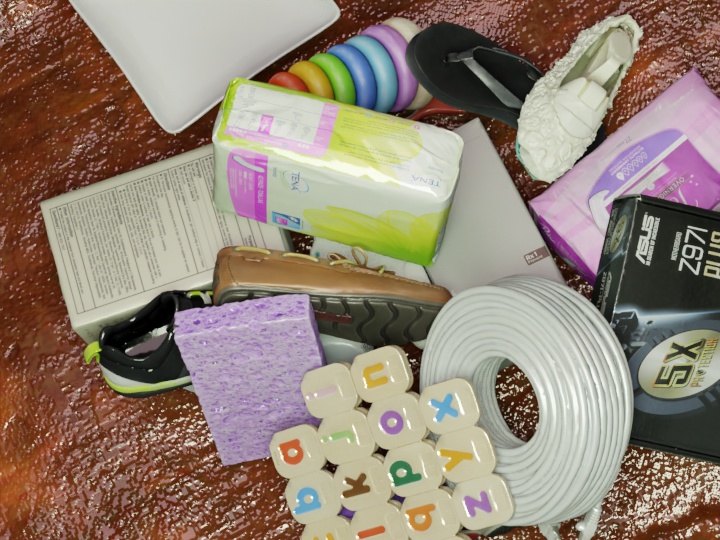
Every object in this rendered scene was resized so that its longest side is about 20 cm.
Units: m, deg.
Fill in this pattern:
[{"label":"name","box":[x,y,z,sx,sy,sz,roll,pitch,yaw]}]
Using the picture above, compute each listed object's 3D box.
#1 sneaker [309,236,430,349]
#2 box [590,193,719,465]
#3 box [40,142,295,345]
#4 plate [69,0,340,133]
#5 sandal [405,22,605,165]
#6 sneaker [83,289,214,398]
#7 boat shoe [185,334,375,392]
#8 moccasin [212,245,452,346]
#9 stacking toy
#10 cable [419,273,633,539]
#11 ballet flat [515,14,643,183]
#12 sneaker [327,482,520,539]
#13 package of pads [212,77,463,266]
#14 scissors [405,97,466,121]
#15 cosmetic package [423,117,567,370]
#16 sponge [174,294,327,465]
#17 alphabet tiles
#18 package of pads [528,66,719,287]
[{"label":"sneaker","box":[0.000,0.000,1.616,0.088,0.075,0.200,-24,60,-14]},{"label":"box","box":[0.273,0.052,1.513,0.164,0.086,0.200,13,89,-6]},{"label":"box","box":[-0.164,-0.020,1.630,0.200,0.109,0.128,-18,70,2]},{"label":"plate","box":[-0.150,-0.251,1.741,0.200,0.032,0.200,-36,72,-4]},{"label":"sandal","box":[0.134,-0.164,1.623,0.200,0.043,0.076,26,61,-14]},{"label":"sneaker","box":[-0.132,0.049,1.547,0.200,0.083,0.072,-23,56,-5]},{"label":"boat shoe","box":[-0.081,0.070,1.621,0.200,0.069,0.057,-1,38,14]},{"label":"moccasin","box":[-0.022,0.015,1.528,0.201,0.074,0.078,4,50,-3]},{"label":"stacking toy","box":[-0.033,-0.159,1.614,0.200,0.085,0.085,-21,68,-29]},{"label":"cable","box":[0.127,0.104,1.463,0.200,0.069,0.200,42,125,35]},{"label":"ballet flat","box":[0.194,-0.161,1.604,0.072,0.072,0.200,20,49,13]},{"label":"sneaker","box":[0.056,0.193,1.563,0.200,0.081,0.083,-13,58,-6]},{"label":"package of pads","box":[-0.021,-0.080,1.502,0.200,0.155,0.068,14,68,1]},{"label":"scissors","box":[0.103,-0.159,1.686,0.200,0.014,0.073,3,73,10]},{"label":"cosmetic package","box":[0.105,-0.019,1.605,0.107,0.090,0.200,-28,74,2]},{"label":"sponge","box":[-0.081,0.094,1.537,0.112,0.200,0.030,-9,52,4]},{"label":"alphabet tiles","box":[0.024,0.164,1.479,0.196,0.015,0.200,-20,89,28]},{"label":"package of pads","box":[0.257,-0.069,1.603,0.200,0.076,0.121,-40,73,-5]}]
